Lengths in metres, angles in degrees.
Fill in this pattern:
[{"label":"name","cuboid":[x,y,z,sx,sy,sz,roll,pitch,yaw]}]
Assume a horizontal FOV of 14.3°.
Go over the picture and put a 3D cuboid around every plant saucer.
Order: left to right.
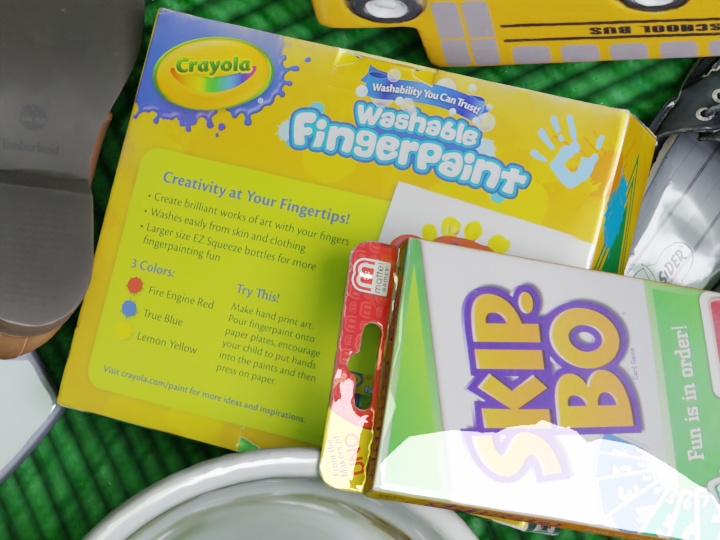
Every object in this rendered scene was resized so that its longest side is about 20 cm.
[{"label":"plant saucer","cuboid":[-0.041,0.155,1.097,0.199,0.050,0.201,-5,109,-16]}]

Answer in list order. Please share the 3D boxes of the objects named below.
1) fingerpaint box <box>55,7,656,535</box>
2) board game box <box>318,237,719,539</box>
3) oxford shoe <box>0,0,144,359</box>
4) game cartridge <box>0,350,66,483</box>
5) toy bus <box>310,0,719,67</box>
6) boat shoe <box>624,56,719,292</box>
[{"label":"fingerpaint box","cuboid":[0.000,0.000,1.140,0.199,0.073,0.168,13,87,17]},{"label":"board game box","cuboid":[0.088,0.049,1.061,0.199,0.030,0.096,9,79,-6]},{"label":"oxford shoe","cuboid":[-0.135,-0.059,1.162,0.071,0.071,0.201,14,65,-12]},{"label":"game cartridge","cuboid":[-0.229,0.067,1.173,0.199,0.041,0.133,-31,85,-3]},{"label":"toy bus","cuboid":[0.082,-0.126,1.154,0.199,0.078,0.065,-2,67,11]},{"label":"boat shoe","cuboid":[0.147,-0.037,1.172,0.074,0.066,0.200,40,87,-2]}]
